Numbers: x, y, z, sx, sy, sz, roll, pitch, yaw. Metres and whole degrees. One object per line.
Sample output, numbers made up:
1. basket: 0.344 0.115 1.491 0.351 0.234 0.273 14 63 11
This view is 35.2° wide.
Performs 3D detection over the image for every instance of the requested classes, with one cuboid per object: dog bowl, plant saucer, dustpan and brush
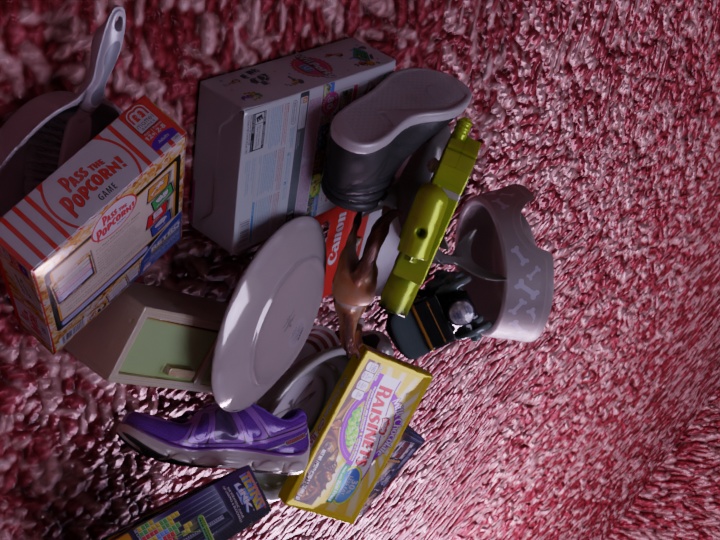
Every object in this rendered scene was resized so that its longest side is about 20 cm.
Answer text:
1. dog bowl: 0.173 -0.007 1.417 0.059 0.200 0.200 -5 129 -15
2. plant saucer: -0.072 0.164 1.284 0.200 0.050 0.200 -37 144 -33
3. dustpan and brush: -0.214 -0.108 0.845 0.140 0.057 0.200 -15 129 -51

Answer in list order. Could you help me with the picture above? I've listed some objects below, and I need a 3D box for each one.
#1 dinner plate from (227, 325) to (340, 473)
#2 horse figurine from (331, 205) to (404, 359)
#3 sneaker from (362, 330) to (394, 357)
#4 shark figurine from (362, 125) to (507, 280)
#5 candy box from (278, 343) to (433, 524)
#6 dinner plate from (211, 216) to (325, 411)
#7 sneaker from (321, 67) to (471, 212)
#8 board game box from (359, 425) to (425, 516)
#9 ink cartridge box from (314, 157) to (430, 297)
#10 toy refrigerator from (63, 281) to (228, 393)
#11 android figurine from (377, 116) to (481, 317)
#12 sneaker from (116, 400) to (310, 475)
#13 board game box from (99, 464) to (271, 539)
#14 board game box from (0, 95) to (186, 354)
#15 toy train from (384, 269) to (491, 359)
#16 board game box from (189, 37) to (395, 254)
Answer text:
1. dinner plate: -0.095 0.148 1.308 0.200 0.024 0.200 -38 146 -32
2. horse figurine: 0.000 0.000 1.155 0.200 0.050 0.133 110 -5 -69
3. sneaker: 0.023 0.136 1.416 0.081 0.075 0.200 -25 146 -23
4. shark figurine: 0.086 -0.040 1.258 0.128 0.090 0.215 -36 135 -10
5. candy box: -0.005 0.188 1.290 0.102 0.026 0.200 23 98 -34
6. dinner plate: -0.077 0.045 1.081 0.200 0.024 0.200 -55 159 -32
7. sneaker: 0.029 -0.123 1.079 0.200 0.071 0.099 -34 155 -44
8. board game box: 0.010 0.243 1.420 0.136 0.035 0.200 -49 161 -1
9. ink cartridge box: 0.021 -0.039 1.287 0.200 0.057 0.163 -28 140 -49
10. toy refrigerator: -0.173 0.066 1.064 0.076 0.070 0.200 -62 151 5
11. android figurine: 0.068 -0.055 1.115 0.182 0.041 0.200 -62 174 -82
12. sneaker: -0.147 0.159 1.148 0.200 0.081 0.084 9 78 -25
13. board game box: -0.207 0.269 1.107 0.165 0.057 0.200 -26 176 -46
14. board game box: -0.203 -0.028 0.875 0.152 0.046 0.200 -46 173 -22
15. toy train: 0.085 0.054 1.366 0.114 0.085 0.200 -24 -176 -2
16. board game box: -0.062 -0.121 1.065 0.200 0.064 0.148 -26 138 -42
